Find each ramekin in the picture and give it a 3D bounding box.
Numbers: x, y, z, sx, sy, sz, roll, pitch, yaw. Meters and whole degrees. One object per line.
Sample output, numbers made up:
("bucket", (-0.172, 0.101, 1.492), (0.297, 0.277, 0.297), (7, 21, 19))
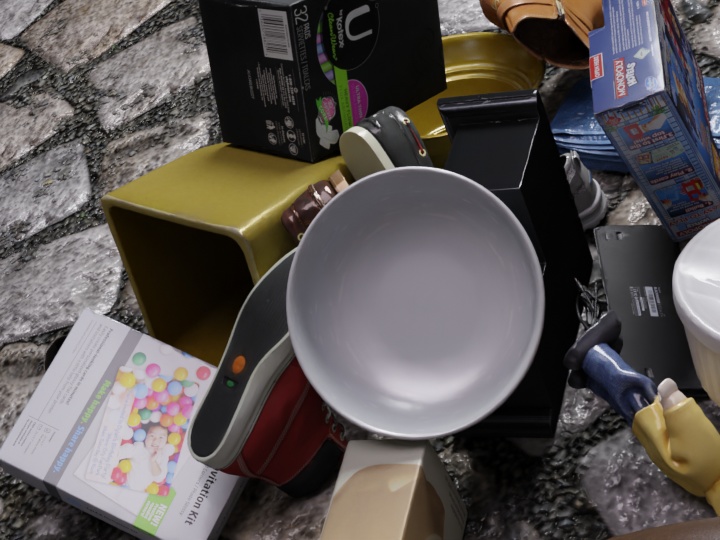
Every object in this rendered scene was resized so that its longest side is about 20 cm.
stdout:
("ramekin", (0.330, 0.039, 1.013), (0.199, 0.095, 0.203), (-8, 33, 5))

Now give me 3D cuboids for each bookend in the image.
("bookend", (0.110, -0.003, 1.134), (0.091, 0.200, 0.201), (-2, 46, 25))

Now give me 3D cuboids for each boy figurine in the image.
("boy figurine", (0.233, 0.116, 0.999), (0.064, 0.125, 0.200), (-43, 60, -10))

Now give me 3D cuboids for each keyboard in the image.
("keyboard", (0.228, 0.038, 1.163), (0.102, 0.040, 0.201), (2, 42, -1))

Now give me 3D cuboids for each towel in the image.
("towel", (0.278, -0.141, 1.303), (0.198, 0.049, 0.112), (7, 50, 36))

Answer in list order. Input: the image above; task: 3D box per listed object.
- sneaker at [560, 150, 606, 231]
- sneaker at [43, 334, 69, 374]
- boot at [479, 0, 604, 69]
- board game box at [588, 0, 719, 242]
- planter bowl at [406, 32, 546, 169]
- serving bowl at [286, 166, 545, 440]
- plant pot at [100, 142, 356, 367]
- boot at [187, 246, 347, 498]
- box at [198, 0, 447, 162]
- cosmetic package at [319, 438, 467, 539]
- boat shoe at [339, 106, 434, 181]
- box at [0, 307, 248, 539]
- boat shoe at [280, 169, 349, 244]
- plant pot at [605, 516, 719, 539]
("sneaker", (0.122, -0.061, 1.281), (0.198, 0.082, 0.075), (-20, 40, 10))
("sneaker", (-0.222, 0.137, 1.255), (0.075, 0.107, 0.199), (-44, 42, -19))
("boot", (0.209, -0.236, 1.358), (0.197, 0.074, 0.155), (9, 27, -16))
("board game box", (0.254, -0.134, 1.170), (0.061, 0.201, 0.202), (-17, 41, 22))
("planter bowl", (0.094, -0.153, 1.386), (0.198, 0.084, 0.201), (-12, 35, 8))
("serving bowl", (0.046, 0.026, 1.057), (0.197, 0.066, 0.203), (-1, 85, 15))
("plant pot", (-0.082, -0.020, 1.284), (0.194, 0.196, 0.200), (15, 42, 41))
("boot", (-0.042, 0.087, 1.153), (0.072, 0.144, 0.202), (29, 92, 49))
("box", (-0.030, -0.211, 1.290), (0.123, 0.150, 0.199), (15, 34, 38))
("cosmetic package", (0.015, 0.233, 1.014), (0.070, 0.106, 0.202), (-6, 46, 25))
("boat shoe", (0.056, -0.049, 1.232), (0.063, 0.203, 0.073), (-34, 10, -30))
("box", (-0.188, 0.141, 1.197), (0.198, 0.041, 0.157), (24, 67, 10))
("boat shoe", (0.000, 0.000, 1.199), (0.070, 0.201, 0.071), (-36, 36, 0))
("plant pot", (0.230, 0.229, 0.853), (0.199, 0.188, 0.187), (2, 46, 52))
